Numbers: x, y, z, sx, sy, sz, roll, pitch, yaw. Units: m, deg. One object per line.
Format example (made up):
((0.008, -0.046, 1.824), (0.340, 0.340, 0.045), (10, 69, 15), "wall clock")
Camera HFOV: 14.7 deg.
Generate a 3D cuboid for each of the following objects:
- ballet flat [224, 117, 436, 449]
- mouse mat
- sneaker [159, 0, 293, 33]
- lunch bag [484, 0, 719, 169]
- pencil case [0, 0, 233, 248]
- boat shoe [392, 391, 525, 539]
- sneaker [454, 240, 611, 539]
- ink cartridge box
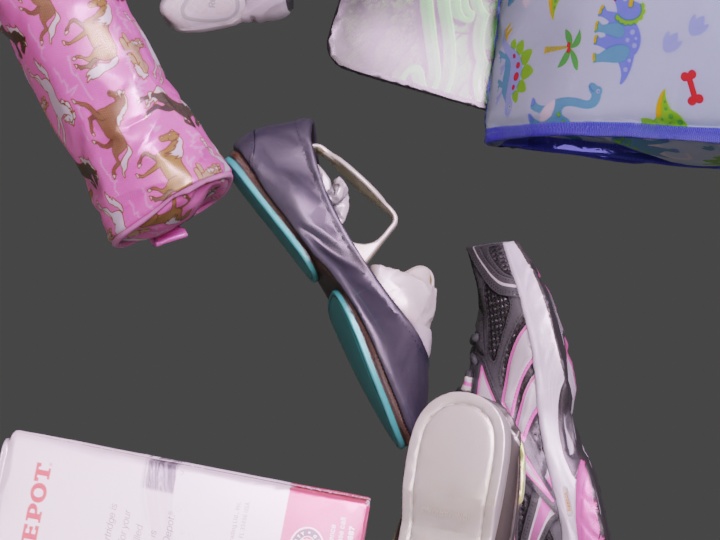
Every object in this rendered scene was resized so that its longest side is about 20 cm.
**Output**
((0.000, 0.000, 1.546), (0.073, 0.073, 0.200), (-30, 80, -7), "ballet flat")
((0.081, -0.191, 1.613), (0.160, 0.008, 0.201), (16, 81, 1), "mouse mat")
((-0.101, -0.230, 1.584), (0.081, 0.075, 0.201), (-17, 81, 4), "sneaker")
((0.166, -0.145, 1.541), (0.199, 0.127, 0.171), (4, 84, 29), "lunch bag")
((-0.150, -0.108, 1.549), (0.083, 0.086, 0.200), (-34, 83, 15), "pencil case")
((0.043, 0.165, 1.472), (0.072, 0.060, 0.203), (14, 89, 21), "boat shoe")
((0.077, 0.080, 1.532), (0.086, 0.080, 0.201), (-13, 75, 6), "sneaker")
((-0.105, 0.177, 1.502), (0.199, 0.083, 0.147), (11, 80, 0), "ink cartridge box")
